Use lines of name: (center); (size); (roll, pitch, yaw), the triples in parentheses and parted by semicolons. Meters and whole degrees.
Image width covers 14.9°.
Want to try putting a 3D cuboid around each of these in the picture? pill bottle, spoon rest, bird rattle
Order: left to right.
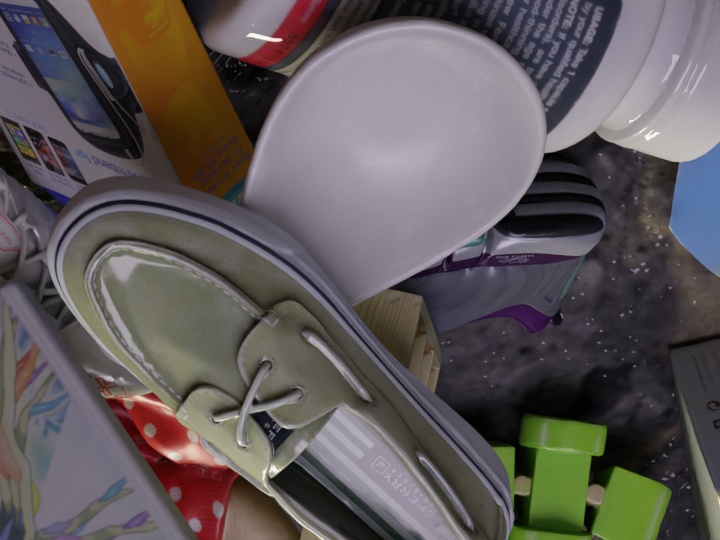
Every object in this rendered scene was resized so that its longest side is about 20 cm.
bird rattle: (-0.086, 0.126, 1.205); (0.200, 0.113, 0.163); (-41, 96, 13)
spoon rest: (-0.019, -0.016, 0.985); (0.099, 0.061, 0.200); (34, 122, -29)
pill bottle: (0.047, -0.110, 1.030); (0.200, 0.120, 0.120); (17, 125, -21)

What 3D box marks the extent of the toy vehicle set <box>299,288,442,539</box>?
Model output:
toy vehicle set: (0.004, 0.081, 1.103); (0.026, 0.124, 0.200); (12, 173, 5)

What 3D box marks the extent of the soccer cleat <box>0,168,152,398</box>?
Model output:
soccer cleat: (-0.151, -0.010, 1.088); (0.200, 0.069, 0.085); (30, 149, -13)

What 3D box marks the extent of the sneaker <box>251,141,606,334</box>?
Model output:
sneaker: (0.000, 0.000, 1.147); (0.200, 0.074, 0.088); (1, 134, -11)

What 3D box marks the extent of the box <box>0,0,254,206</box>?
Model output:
box: (-0.106, -0.084, 1.031); (0.041, 0.119, 0.200); (-47, 135, -21)

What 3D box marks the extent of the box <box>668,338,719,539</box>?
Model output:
box: (0.251, 0.087, 1.242); (0.200, 0.098, 0.124); (-13, 130, 2)

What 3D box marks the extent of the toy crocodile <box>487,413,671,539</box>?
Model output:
toy crocodile: (0.046, 0.095, 1.243); (0.200, 0.062, 0.068); (7, 89, -12)

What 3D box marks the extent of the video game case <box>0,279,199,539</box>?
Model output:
video game case: (-0.149, 0.136, 1.060); (0.182, 0.022, 0.200); (-35, 84, 6)

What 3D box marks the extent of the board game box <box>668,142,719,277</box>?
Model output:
board game box: (0.210, -0.074, 1.143); (0.158, 0.039, 0.200); (2, 124, -4)

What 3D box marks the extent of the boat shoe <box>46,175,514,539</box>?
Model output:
boat shoe: (-0.023, 0.042, 0.949); (0.200, 0.062, 0.072); (37, 108, -14)
